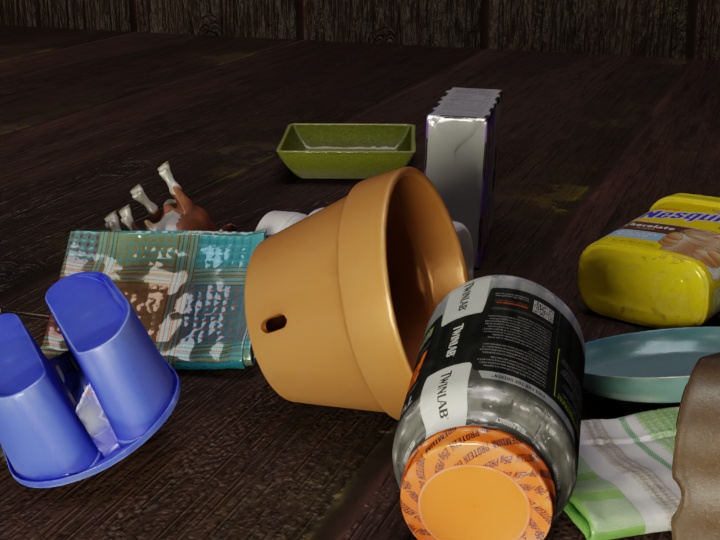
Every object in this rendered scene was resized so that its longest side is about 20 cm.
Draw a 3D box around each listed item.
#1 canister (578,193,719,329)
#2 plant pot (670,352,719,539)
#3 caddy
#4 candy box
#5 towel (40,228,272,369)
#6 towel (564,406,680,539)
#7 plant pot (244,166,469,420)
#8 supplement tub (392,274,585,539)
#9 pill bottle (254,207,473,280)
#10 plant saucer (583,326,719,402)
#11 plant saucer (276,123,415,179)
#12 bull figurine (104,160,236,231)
[{"bbox_3d":[0.328,-0.011,1.261,0.147,0.088,0.199,13,23,35],"label":"canister"},{"bbox_3d":[0.290,0.127,0.696,0.196,0.203,0.200,1,16,30],"label":"plant pot"},{"bbox_3d":[-0.218,0.088,0.941,0.141,0.106,0.200,-31,26,-13],"label":"caddy"},{"bbox_3d":[0.120,-0.114,1.441,0.071,0.170,0.200,5,18,10],"label":"candy box"},{"bbox_3d":[-0.185,0.024,1.130,0.197,0.022,0.148,1,56,7],"label":"towel"},{"bbox_3d":[0.224,0.137,0.897,0.198,0.031,0.149,-6,18,-17],"label":"towel"},{"bbox_3d":[-0.003,0.030,1.003,0.139,0.202,0.200,-12,13,22],"label":"plant pot"},{"bbox_3d":[0.089,0.099,0.839,0.121,0.124,0.200,3,27,11],"label":"supplement tub"},{"bbox_3d":[0.000,0.000,1.182,0.198,0.115,0.113,7,19,22],"label":"pill bottle"},{"bbox_3d":[0.266,0.078,1.027,0.198,0.028,0.200,-7,7,1],"label":"plant saucer"},{"bbox_3d":[-0.017,-0.175,1.823,0.197,0.048,0.200,0,18,3],"label":"plant saucer"},{"bbox_3d":[-0.202,-0.039,1.320,0.065,0.122,0.200,-32,16,21],"label":"bull figurine"}]
